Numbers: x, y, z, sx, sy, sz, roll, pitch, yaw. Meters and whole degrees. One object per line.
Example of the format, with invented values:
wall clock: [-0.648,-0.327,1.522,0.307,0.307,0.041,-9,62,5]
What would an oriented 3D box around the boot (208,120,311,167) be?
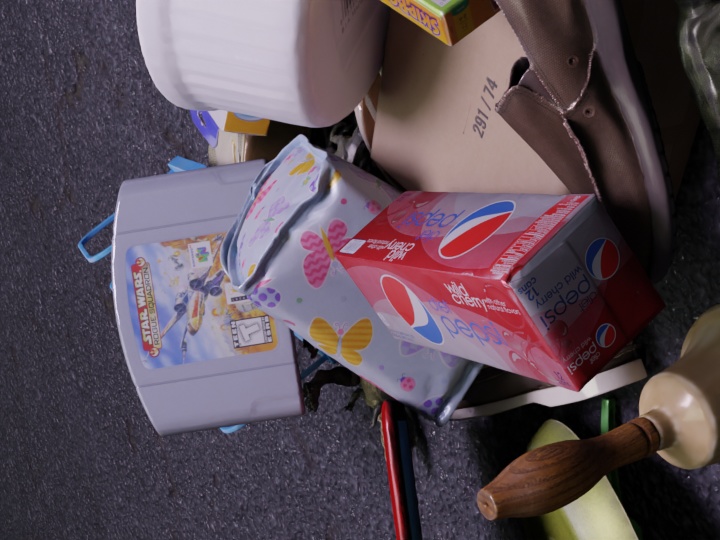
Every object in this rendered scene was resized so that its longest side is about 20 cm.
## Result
boot: [-0.082,-0.141,1.038,0.155,0.072,0.201,-163,80,-72]

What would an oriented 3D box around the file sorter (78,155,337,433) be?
file sorter: [-0.133,0.020,1.052,0.200,0.123,0.139,55,170,-17]

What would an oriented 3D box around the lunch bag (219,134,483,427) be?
lunch bag: [0.000,0.000,0.837,0.127,0.169,0.200,-54,16,7]

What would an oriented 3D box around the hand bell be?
hand bell: [0.144,0.090,0.655,0.104,0.200,0.104,31,129,49]

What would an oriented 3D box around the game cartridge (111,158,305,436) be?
game cartridge: [-0.121,0.022,0.942,0.042,0.133,0.201,149,112,-85]

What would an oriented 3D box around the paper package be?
paper package: [0.102,-0.115,0.725,0.191,0.103,0.200,44,139,40]

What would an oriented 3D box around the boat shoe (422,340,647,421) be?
boat shoe: [0.106,0.064,0.832,0.200,0.072,0.060,-21,86,55]

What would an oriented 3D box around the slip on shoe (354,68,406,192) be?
slip on shoe: [0.019,-0.151,0.877,0.200,0.076,0.061,63,-165,-16]

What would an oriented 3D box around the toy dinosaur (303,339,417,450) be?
toy dinosaur: [-0.002,0.070,0.986,0.047,0.088,0.201,-146,47,-62]

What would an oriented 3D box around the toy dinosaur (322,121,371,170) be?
toy dinosaur: [-0.019,-0.068,0.976,0.088,0.047,0.200,-97,28,-57]

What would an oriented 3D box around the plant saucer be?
plant saucer: [0.146,0.197,0.796,0.200,0.031,0.201,161,90,-81]

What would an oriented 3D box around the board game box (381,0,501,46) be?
board game box: [0.090,-0.198,0.635,0.096,0.200,0.030,42,165,38]

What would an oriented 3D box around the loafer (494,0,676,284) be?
loafer: [0.101,-0.084,0.585,0.071,0.073,0.200,-15,107,16]

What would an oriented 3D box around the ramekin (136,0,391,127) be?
ramekin: [-0.039,-0.181,0.722,0.097,0.201,0.201,18,125,16]

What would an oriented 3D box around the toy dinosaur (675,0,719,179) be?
toy dinosaur: [0.193,-0.084,0.578,0.047,0.088,0.201,-157,49,-69]

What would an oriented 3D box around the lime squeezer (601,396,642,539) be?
lime squeezer: [0.184,0.185,0.793,0.200,0.038,0.071,63,148,19]

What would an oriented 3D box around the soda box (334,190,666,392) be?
soda box: [0.063,0.004,0.636,0.070,0.063,0.200,54,164,-17]

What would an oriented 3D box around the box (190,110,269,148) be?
box: [-0.086,-0.193,0.906,0.119,0.041,0.201,-127,44,-55]

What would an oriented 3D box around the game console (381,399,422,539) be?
game console: [0.077,0.175,0.823,0.200,0.172,0.119,53,-120,-82]
